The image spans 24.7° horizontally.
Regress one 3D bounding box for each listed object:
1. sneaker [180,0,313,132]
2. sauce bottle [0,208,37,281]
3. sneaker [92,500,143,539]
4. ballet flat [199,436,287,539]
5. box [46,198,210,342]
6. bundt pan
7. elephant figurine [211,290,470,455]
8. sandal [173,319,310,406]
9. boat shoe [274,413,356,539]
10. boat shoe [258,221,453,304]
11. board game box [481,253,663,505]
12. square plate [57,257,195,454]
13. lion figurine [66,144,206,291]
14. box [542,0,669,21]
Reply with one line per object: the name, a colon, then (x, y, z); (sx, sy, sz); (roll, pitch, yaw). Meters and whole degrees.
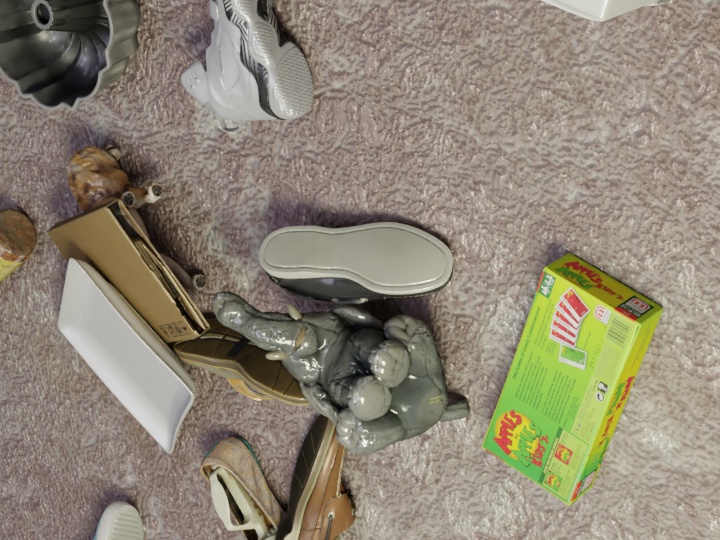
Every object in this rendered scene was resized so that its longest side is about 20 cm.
sneaker: (-0.128, -0.229, 1.573); (0.114, 0.075, 0.202); (-15, 100, 38)
sauce bottle: (-0.452, -0.004, 1.922); (0.199, 0.066, 0.067); (-31, 87, 41)
sneaker: (-0.310, 0.351, 1.939); (0.081, 0.074, 0.202); (23, 119, 26)
ballet flat: (-0.111, 0.276, 1.758); (0.068, 0.067, 0.201); (-40, 81, 41)
box: (-0.247, 0.007, 1.722); (0.164, 0.021, 0.199); (55, 154, -11)
bundt pan: (-0.303, -0.271, 1.695); (0.200, 0.075, 0.204); (14, 114, 34)
elephant figurine: (-0.020, 0.082, 1.562); (0.199, 0.141, 0.157); (22, 136, 41)
sandal: (-0.109, 0.102, 1.689); (0.198, 0.080, 0.054); (14, 131, 36)
boat shoe: (-0.039, 0.240, 1.694); (0.067, 0.072, 0.202); (15, 108, -11)
boat shoe: (0.000, 0.000, 1.570); (0.198, 0.075, 0.060); (1, 150, 22)
board game box: (0.187, 0.098, 1.469); (0.101, 0.047, 0.202); (32, 123, 25)
square plate: (-0.251, 0.091, 1.778); (0.198, 0.028, 0.200); (48, 154, 9)
lion figurine: (-0.245, -0.039, 1.743); (0.122, 0.072, 0.202); (-1, 111, 49)
box: (0.162, -0.295, 1.240); (0.199, 0.198, 0.132); (28, 122, 27)
